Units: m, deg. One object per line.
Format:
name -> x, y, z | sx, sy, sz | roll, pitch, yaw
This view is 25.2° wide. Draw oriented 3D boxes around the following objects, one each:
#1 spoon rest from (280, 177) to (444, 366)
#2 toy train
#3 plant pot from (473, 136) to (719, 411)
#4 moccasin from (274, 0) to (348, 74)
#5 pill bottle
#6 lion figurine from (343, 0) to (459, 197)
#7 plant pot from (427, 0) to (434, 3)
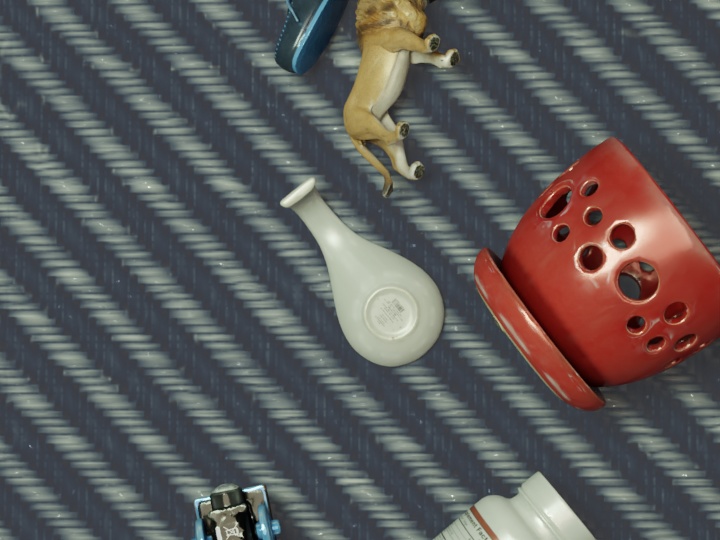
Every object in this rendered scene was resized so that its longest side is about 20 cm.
spoon rest -> 0.000, 0.000, 1.521 | 0.099, 0.061, 0.200 | -37, 98, 1
toy train -> -0.102, 0.293, 1.469 | 0.086, 0.114, 0.201 | -13, 85, -1
plant pot -> 0.216, 0.013, 1.434 | 0.182, 0.200, 0.201 | -39, 84, 8
moccasin -> -0.043, -0.281, 1.537 | 0.068, 0.081, 0.201 | 21, 73, 10
pill bottle -> 0.112, 0.278, 1.458 | 0.200, 0.112, 0.112 | -39, 84, 0
lion figurine -> 0.022, -0.179, 1.517 | 0.122, 0.072, 0.201 | 25, 95, 39
plant pot -> 0.095, -0.388, 1.459 | 0.177, 0.200, 0.200 | -24, 84, 5
